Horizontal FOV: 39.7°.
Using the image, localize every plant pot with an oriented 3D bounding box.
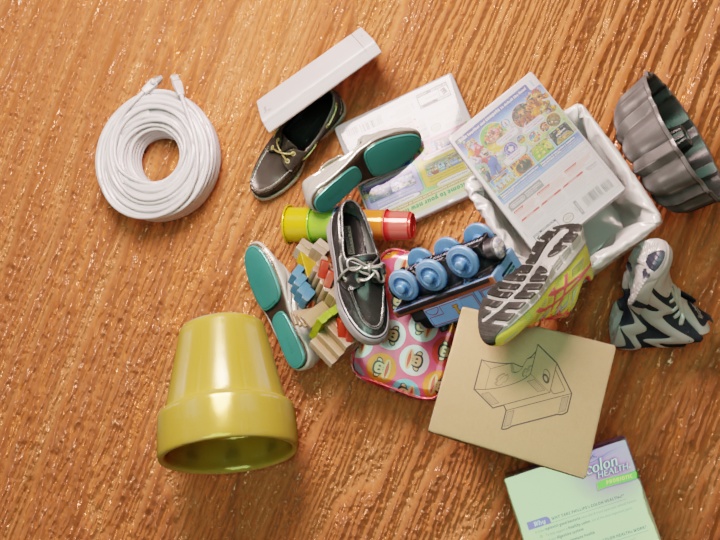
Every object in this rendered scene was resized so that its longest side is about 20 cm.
[{"bbox_3d":[-0.193,0.172,1.423,0.196,0.201,0.193,-11,66,9],"label":"plant pot"}]

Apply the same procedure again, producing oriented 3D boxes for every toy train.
[{"bbox_3d":[0.124,0.019,1.314,0.198,0.087,0.115,-23,106,42],"label":"toy train"}]

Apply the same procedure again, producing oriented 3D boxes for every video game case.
[{"bbox_3d":[0.228,-0.138,1.302,0.142,0.018,0.201,-37,77,4],"label":"video game case"},{"bbox_3d":[0.082,-0.171,1.495,0.197,0.022,0.185,-23,79,6],"label":"video game case"}]

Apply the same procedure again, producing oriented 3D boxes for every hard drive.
[{"bbox_3d":[-0.065,-0.287,1.488,0.198,0.132,0.027,-35,113,5],"label":"hard drive"}]

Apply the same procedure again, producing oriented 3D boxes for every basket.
[{"bbox_3d":[0.275,-0.082,1.375,0.196,0.161,0.202,-33,79,5],"label":"basket"}]

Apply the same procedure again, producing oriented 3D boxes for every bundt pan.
[{"bbox_3d":[0.411,-0.164,1.353,0.075,0.201,0.205,-32,77,30],"label":"bundt pan"}]

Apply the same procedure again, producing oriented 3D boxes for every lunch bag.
[{"bbox_3d":[0.064,0.075,1.434,0.173,0.082,0.204,17,87,13],"label":"lunch bag"}]

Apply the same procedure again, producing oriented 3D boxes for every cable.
[{"bbox_3d":[-0.314,-0.176,1.547,0.198,0.069,0.202,-33,79,6],"label":"cable"}]

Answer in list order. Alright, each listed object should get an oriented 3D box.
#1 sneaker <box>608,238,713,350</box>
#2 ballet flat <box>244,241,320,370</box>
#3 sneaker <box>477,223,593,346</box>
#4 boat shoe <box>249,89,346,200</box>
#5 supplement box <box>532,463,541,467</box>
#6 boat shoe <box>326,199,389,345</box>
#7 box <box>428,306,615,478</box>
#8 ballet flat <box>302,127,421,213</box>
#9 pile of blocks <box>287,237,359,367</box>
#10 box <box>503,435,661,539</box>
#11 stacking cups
[{"bbox_3d":[0.417,0.038,1.332,0.127,0.202,0.080,6,43,0],"label":"sneaker"},{"bbox_3d":[-0.110,0.051,1.477,0.068,0.069,0.203,-27,79,6],"label":"ballet flat"},{"bbox_3d":[0.225,0.034,1.222,0.200,0.078,0.091,-42,116,-22],"label":"sneaker"},{"bbox_3d":[-0.103,-0.195,1.512,0.071,0.061,0.202,40,91,13],"label":"boat shoe"},{"bbox_3d":[0.198,0.190,1.334,0.128,0.200,0.105,17,86,11],"label":"supplement box"},{"bbox_3d":[0.003,0.000,1.370,0.072,0.068,0.203,-2,67,-18],"label":"boat shoe"},{"bbox_3d":[0.198,0.146,1.225,0.196,0.021,0.167,14,77,13],"label":"box"},{"bbox_3d":[-0.004,-0.160,1.462,0.198,0.070,0.070,-34,78,-9],"label":"ballet flat"},{"bbox_3d":[-0.058,0.032,1.408,0.081,0.062,0.203,-8,59,-27],"label":"pile of blocks"},{"bbox_3d":[0.306,0.348,1.346,0.173,0.097,0.204,-20,80,8],"label":"box"},{"bbox_3d":[-0.018,-0.067,1.462,0.196,0.060,0.062,1,83,21],"label":"stacking cups"}]
